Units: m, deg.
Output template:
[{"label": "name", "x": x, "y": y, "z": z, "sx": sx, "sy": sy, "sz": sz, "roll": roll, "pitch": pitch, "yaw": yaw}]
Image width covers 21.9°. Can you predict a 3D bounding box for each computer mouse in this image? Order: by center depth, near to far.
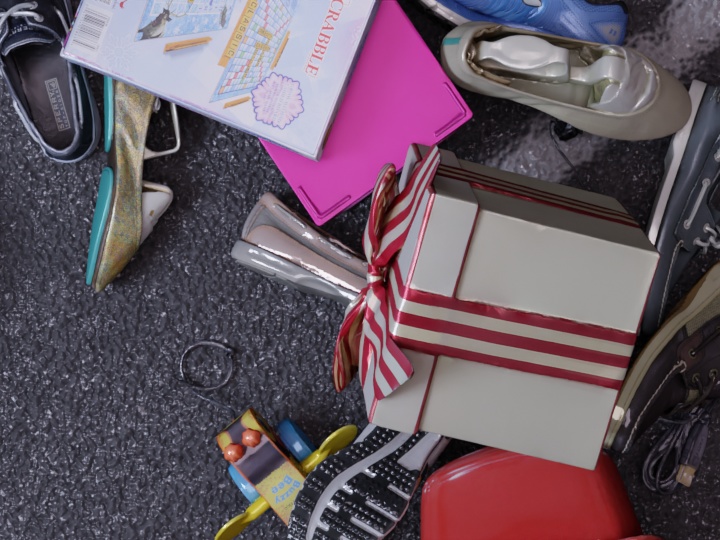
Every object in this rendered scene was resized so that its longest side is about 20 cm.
[{"label": "computer mouse", "x": 0.175, "y": 0.096, "z": 1.436, "sx": 0.198, "sy": 0.044, "sz": 0.111, "roll": 18, "pitch": 88, "yaw": 0}]

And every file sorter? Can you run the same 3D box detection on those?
[{"label": "file sorter", "x": -0.027, "y": -0.154, "z": 1.402, "sx": 0.138, "sy": 0.125, "sz": 0.201, "roll": -35, "pitch": 88, "yaw": 2}]

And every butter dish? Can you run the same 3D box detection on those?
[{"label": "butter dish", "x": 0.122, "y": 0.173, "z": 1.370, "sx": 0.198, "sy": 0.199, "sz": 0.150, "roll": -13, "pitch": 73, "yaw": 12}]

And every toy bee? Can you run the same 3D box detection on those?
[{"label": "toy bee", "x": -0.076, "y": 0.152, "z": 1.415, "sx": 0.199, "sy": 0.109, "sz": 0.132, "roll": 30, "pitch": 92, "yaw": 1}]

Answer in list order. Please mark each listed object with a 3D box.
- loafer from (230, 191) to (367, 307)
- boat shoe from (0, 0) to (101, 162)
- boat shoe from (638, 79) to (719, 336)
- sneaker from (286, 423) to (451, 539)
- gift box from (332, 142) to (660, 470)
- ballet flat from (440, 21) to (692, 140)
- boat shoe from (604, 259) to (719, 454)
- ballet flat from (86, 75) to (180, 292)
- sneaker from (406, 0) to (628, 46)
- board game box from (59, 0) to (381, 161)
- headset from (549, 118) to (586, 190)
[{"label": "loafer", "x": 0.000, "y": 0.000, "z": 1.433, "sx": 0.198, "sy": 0.072, "sz": 0.063, "roll": 22, "pitch": 84, "yaw": 5}, {"label": "boat shoe", "x": -0.257, "y": -0.181, "z": 1.442, "sx": 0.071, "sy": 0.068, "sz": 0.202, "roll": -17, "pitch": 89, "yaw": 2}, {"label": "boat shoe", "x": 0.252, "y": -0.042, "z": 1.418, "sx": 0.061, "sy": 0.073, "sz": 0.202, "roll": 16, "pitch": 86, "yaw": 6}, {"label": "sneaker", "x": 0.018, "y": 0.149, "z": 1.384, "sx": 0.073, "sy": 0.080, "sz": 0.200, "roll": 37, "pitch": 66, "yaw": 13}, {"label": "gift box", "x": 0.087, "y": 0.016, "z": 1.269, "sx": 0.185, "sy": 0.200, "sz": 0.187, "roll": 13, "pitch": 99, "yaw": -6}, {"label": "ballet flat", "x": 0.156, "y": -0.142, "z": 1.357, "sx": 0.198, "sy": 0.069, "sz": 0.070, "roll": 10, "pitch": 91, "yaw": -9}, {"label": "boat shoe", "x": 0.243, "y": 0.068, "z": 1.373, "sx": 0.064, "sy": 0.074, "sz": 0.200, "roll": 33, "pitch": 54, "yaw": 14}, {"label": "ballet flat", "x": -0.173, "y": -0.082, "z": 1.443, "sx": 0.070, "sy": 0.071, "sz": 0.203, "roll": 5, "pitch": 90, "yaw": 3}, {"label": "sneaker", "x": 0.113, "y": -0.213, "z": 1.422, "sx": 0.198, "sy": 0.079, "sz": 0.090, "roll": 23, "pitch": 94, "yaw": -6}, {"label": "board game box", "x": -0.085, "y": -0.207, "z": 1.322, "sx": 0.198, "sy": 0.041, "sz": 0.202, "roll": 22, "pitch": 90, "yaw": 3}, {"label": "headset", "x": 0.145, "y": -0.019, "z": 1.411, "sx": 0.122, "sy": 0.094, "sz": 0.203, "roll": 9, "pitch": 91, "yaw": -5}]
